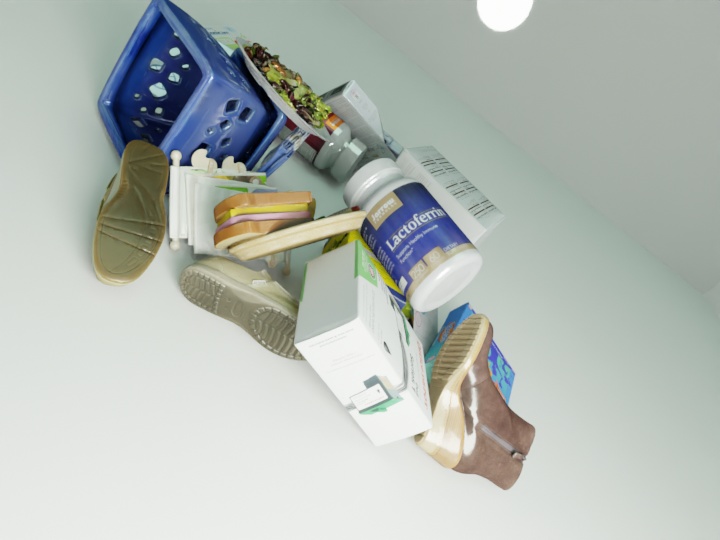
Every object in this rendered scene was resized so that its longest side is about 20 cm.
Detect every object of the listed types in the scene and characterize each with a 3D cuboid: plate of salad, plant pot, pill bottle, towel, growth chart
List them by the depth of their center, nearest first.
[{"bbox_3d":[-0.171,-0.080,0.732,0.198,0.018,0.147,11,83,-38],"label":"growth chart"},{"bbox_3d":[0.066,-0.053,0.734,0.115,0.116,0.201,-5,52,-51],"label":"pill bottle"},{"bbox_3d":[-0.238,-0.235,0.781,0.179,0.200,0.201,7,42,-54],"label":"plant pot"},{"bbox_3d":[-0.105,-0.276,0.796,0.200,0.048,0.201,47,15,-16],"label":"plate of salad"},{"bbox_3d":[-0.140,-0.180,0.859,0.024,0.146,0.201,46,27,-16],"label":"towel"},{"bbox_3d":[-0.088,-0.279,1.089,0.199,0.110,0.110,38,29,-2],"label":"pill bottle"}]

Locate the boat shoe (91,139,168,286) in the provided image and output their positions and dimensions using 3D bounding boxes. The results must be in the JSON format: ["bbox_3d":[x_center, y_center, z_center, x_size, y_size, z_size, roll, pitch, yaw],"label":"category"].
[{"bbox_3d":[-0.272,-0.061,0.629,0.073,0.066,0.202,23,49,-29],"label":"boat shoe"}]

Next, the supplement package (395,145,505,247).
[{"bbox_3d":[0.124,-0.091,0.994,0.200,0.192,0.147,46,31,11],"label":"supplement package"}]

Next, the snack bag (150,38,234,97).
[{"bbox_3d":[-0.291,-0.354,0.967,0.187,0.021,0.202,26,59,-20],"label":"snack bag"}]

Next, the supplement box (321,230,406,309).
[{"bbox_3d":[0.000,0.000,0.815,0.109,0.109,0.201,32,30,-13],"label":"supplement box"}]

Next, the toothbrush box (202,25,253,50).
[{"bbox_3d":[-0.247,-0.417,1.117,0.199,0.086,0.146,39,30,1],"label":"toothbrush box"}]

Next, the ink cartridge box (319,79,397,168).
[{"bbox_3d":[-0.002,-0.299,1.135,0.200,0.057,0.162,40,-16,-27],"label":"ink cartridge box"}]

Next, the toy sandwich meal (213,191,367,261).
[{"bbox_3d":[-0.090,-0.065,0.673,0.204,0.203,0.071,-20,95,-57],"label":"toy sandwich meal"}]

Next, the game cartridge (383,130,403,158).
[{"bbox_3d":[0.000,-0.308,1.223,0.199,0.130,0.039,39,74,-1],"label":"game cartridge"}]

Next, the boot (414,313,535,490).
[{"bbox_3d":[0.172,0.178,0.719,0.165,0.202,0.072,28,-8,-20],"label":"boot"}]

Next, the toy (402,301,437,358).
[{"bbox_3d":[0.089,0.054,0.841,0.115,0.047,0.203,43,49,-53],"label":"toy"}]

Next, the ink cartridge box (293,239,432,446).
[{"bbox_3d":[0.009,0.090,0.645,0.201,0.083,0.147,57,19,-33],"label":"ink cartridge box"}]

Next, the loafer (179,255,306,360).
[{"bbox_3d":[-0.122,0.039,0.657,0.199,0.076,0.069,33,36,-11],"label":"loafer"}]

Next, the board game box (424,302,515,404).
[{"bbox_3d":[0.175,0.158,0.832,0.153,0.045,0.200,56,30,-5],"label":"board game box"}]
